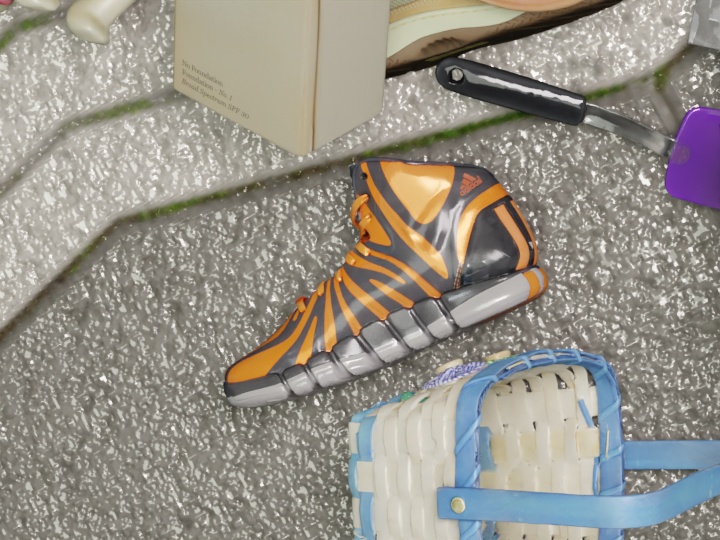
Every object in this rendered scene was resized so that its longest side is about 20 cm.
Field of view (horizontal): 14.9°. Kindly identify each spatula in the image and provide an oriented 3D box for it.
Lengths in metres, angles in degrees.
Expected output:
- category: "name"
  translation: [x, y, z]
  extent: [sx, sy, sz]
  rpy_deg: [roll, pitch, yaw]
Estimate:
- category: "spatula"
  translation: [0.136, -0.081, 1.505]
  extent: [0.200, 0.021, 0.057]
  rpy_deg: [18, 110, 10]

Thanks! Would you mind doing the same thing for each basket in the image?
- category: "basket"
  translation: [0.102, 0.113, 1.480]
  extent: [0.200, 0.176, 0.139]
  rpy_deg: [3, 96, 31]

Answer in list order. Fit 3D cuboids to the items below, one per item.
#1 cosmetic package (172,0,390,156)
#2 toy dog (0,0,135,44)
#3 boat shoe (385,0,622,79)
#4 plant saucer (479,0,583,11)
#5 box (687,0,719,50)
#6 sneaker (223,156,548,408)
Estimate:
- category: "cosmetic package"
  translation: [-0.040, -0.174, 1.464]
  extent: [0.104, 0.073, 0.200]
  rpy_deg: [28, 133, 32]
- category: "toy dog"
  translation: [-0.180, -0.223, 1.554]
  extent: [0.200, 0.140, 0.194]
  rpy_deg: [-28, 79, 22]
- category: "boat shoe"
  translation: [0.067, -0.163, 1.507]
  extent: [0.200, 0.072, 0.076]
  rpy_deg: [-15, 87, 22]
- category: "plant saucer"
  translation: [0.072, -0.230, 1.404]
  extent: [0.200, 0.037, 0.200]
  rpy_deg: [25, 133, 29]
- category: "box"
  translation: [0.285, -0.174, 1.435]
  extent: [0.200, 0.048, 0.158]
  rpy_deg: [14, 104, 18]
- category: "sneaker"
  translation: [0.000, 0.000, 1.561]
  extent: [0.200, 0.078, 0.112]
  rpy_deg: [-24, 85, 11]
